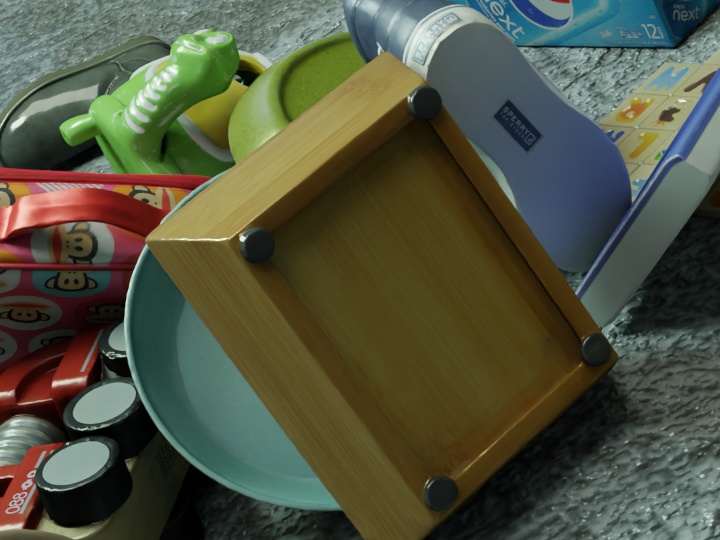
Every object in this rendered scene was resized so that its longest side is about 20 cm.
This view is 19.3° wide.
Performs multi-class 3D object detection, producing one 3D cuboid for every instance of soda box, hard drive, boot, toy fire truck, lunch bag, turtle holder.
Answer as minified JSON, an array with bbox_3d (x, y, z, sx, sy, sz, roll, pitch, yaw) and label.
[{"bbox_3d":[0.145,-0.193,1.416,0.068,0.064,0.200,-43,29,-27],"label":"soda box"},{"bbox_3d":[0.183,-0.074,1.112,0.200,0.025,0.132,-53,-5,-40],"label":"hard drive"},{"bbox_3d":[0.070,-0.082,1.126,0.073,0.200,0.090,-44,42,-5],"label":"boot"},{"bbox_3d":[-0.184,0.126,1.142,0.200,0.129,0.176,-8,32,18],"label":"toy fire truck"},{"bbox_3d":[-0.166,0.000,1.193,0.200,0.176,0.082,2,63,-11],"label":"lunch bag"},{"bbox_3d":[-0.104,-0.084,1.332,0.132,0.186,0.141,-36,39,-11],"label":"turtle holder"},{"bbox_3d":[-0.173,-0.108,1.590,0.182,0.073,0.200,-37,34,-11],"label":"boot"}]

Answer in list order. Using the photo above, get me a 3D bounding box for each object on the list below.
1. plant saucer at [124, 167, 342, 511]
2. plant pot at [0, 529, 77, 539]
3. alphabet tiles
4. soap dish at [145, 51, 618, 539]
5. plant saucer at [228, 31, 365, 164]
[{"bbox_3d":[-0.022,0.034,1.102,0.200,0.200,0.036,-40,-15,-20],"label":"plant saucer"},{"bbox_3d":[-0.163,0.233,0.864,0.175,0.200,0.200,-37,21,28],"label":"plant pot"},{"bbox_3d":[0.195,-0.078,1.227,0.200,0.006,0.166,-42,30,-24],"label":"alphabet tiles"},{"bbox_3d":[0.019,0.017,1.013,0.157,0.200,0.081,-39,10,-20],"label":"soap dish"},{"bbox_3d":[0.024,-0.087,1.218,0.200,0.031,0.200,3,38,-3],"label":"plant saucer"}]
